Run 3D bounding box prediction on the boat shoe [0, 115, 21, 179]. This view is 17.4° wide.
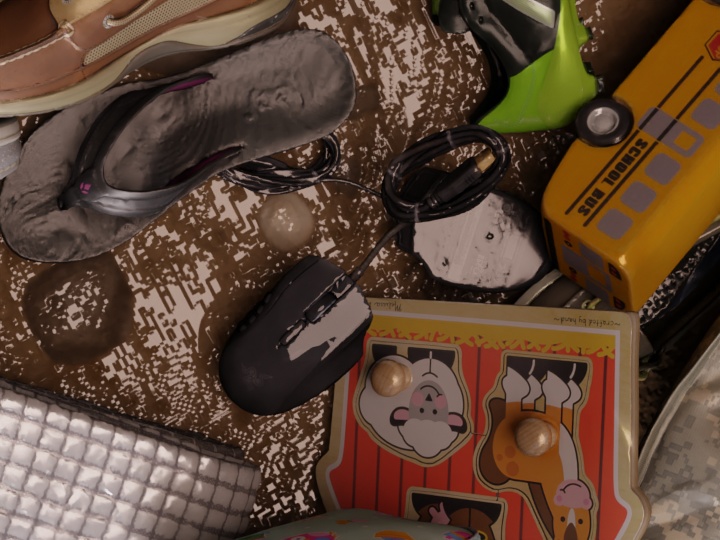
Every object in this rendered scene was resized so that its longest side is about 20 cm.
[{"bbox_3d":[-0.253,-0.017,1.153,0.201,0.074,0.065,-29,112,-7],"label":"boat shoe"}]

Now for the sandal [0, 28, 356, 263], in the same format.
[{"bbox_3d":[-0.096,-0.069,1.196,0.200,0.048,0.076,-28,91,-6],"label":"sandal"}]

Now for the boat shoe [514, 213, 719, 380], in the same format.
[{"bbox_3d":[0.141,0.025,1.282,0.202,0.060,0.072,-44,129,-6],"label":"boat shoe"}]

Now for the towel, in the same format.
[{"bbox_3d":[-0.168,0.142,1.199,0.199,0.086,0.166,19,94,-21],"label":"towel"}]

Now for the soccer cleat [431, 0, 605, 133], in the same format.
[{"bbox_3d":[0.072,-0.168,1.236,0.081,0.068,0.201,-13,103,-3],"label":"soccer cleat"}]

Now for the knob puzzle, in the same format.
[{"bbox_3d":[0.056,0.117,1.218,0.030,0.219,0.221,-2,102,-58],"label":"knob puzzle"}]

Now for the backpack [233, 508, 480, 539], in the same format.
[{"bbox_3d":[0.002,0.199,1.139,0.175,0.199,0.154,-8,105,-46],"label":"backpack"}]

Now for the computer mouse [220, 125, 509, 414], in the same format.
[{"bbox_3d":[0.000,0.000,1.213,0.059,0.034,0.200,44,104,6],"label":"computer mouse"}]

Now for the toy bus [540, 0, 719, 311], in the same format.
[{"bbox_3d":[0.174,-0.079,1.250,0.200,0.078,0.065,-49,153,-15],"label":"toy bus"}]

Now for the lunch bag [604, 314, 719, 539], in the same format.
[{"bbox_3d":[0.224,0.076,1.258,0.117,0.164,0.201,25,91,12],"label":"lunch bag"}]

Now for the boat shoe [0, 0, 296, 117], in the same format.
[{"bbox_3d":[-0.127,-0.139,1.162,0.199,0.076,0.074,-23,132,-22],"label":"boat shoe"}]

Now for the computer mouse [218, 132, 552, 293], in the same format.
[{"bbox_3d":[0.012,-0.037,1.258,0.199,0.034,0.059,21,90,-13],"label":"computer mouse"}]
